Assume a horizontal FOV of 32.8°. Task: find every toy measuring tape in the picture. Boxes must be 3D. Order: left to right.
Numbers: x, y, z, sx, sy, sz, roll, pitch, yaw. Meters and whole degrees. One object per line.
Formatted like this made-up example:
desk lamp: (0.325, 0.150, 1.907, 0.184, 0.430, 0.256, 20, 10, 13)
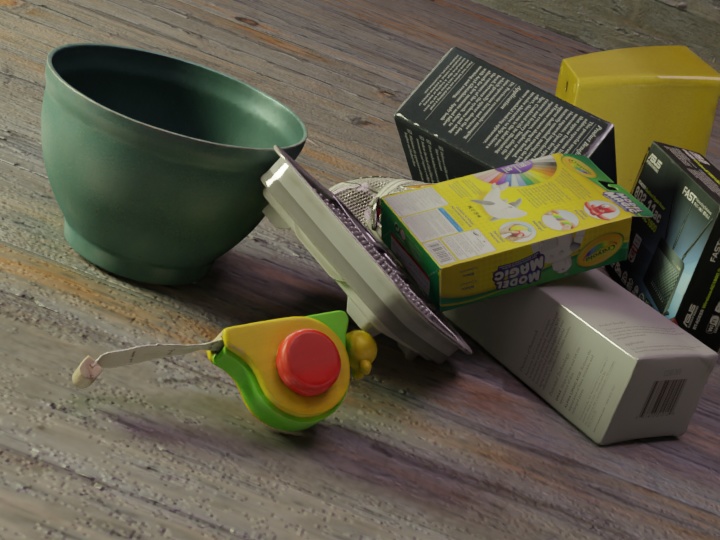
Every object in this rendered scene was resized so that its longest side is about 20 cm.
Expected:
toy measuring tape: (-0.075, 0.072, 0.764, 0.199, 0.074, 0.074, -9, 33, -28)

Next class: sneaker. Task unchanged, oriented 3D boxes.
sneaker: (0.060, -0.053, 1.092, 0.198, 0.078, 0.082, 3, -12, -2)

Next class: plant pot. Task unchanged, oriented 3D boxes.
plant pot: (-0.154, -0.073, 0.934, 0.199, 0.135, 0.201, 17, 20, -7)
plant pot: (0.352, -0.195, 1.639, 0.175, 0.201, 0.200, 7, 22, -3)

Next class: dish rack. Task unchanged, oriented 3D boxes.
dish rack: (0.000, 0.000, 0.898, 0.172, 0.043, 0.200, 50, 4, 19)

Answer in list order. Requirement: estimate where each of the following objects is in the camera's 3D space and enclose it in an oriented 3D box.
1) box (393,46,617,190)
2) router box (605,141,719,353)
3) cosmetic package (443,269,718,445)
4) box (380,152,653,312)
box: (0.151, -0.110, 1.250, 0.199, 0.107, 0.149, 33, -18, 27)
router box: (0.324, -0.026, 1.231, 0.062, 0.151, 0.200, 13, 22, -13)
cosmetic package: (0.176, 0.052, 1.007, 0.112, 0.082, 0.200, 2, 26, -39)
box: (0.128, -0.038, 1.000, 0.199, 0.049, 0.117, -16, 38, -17)
